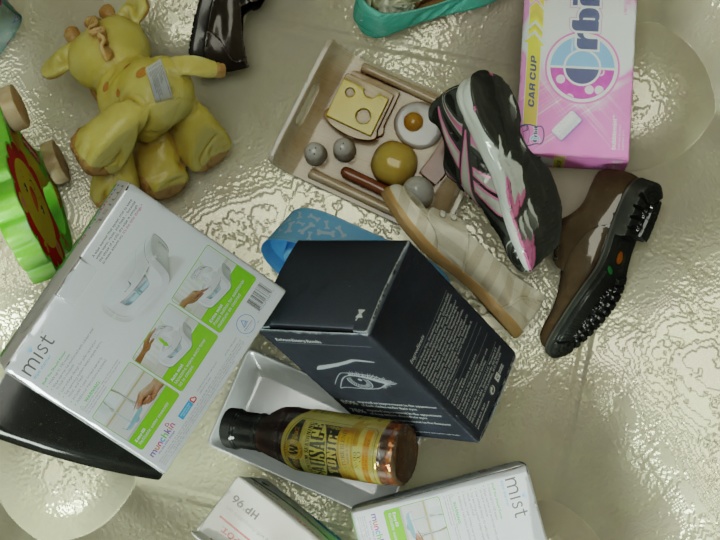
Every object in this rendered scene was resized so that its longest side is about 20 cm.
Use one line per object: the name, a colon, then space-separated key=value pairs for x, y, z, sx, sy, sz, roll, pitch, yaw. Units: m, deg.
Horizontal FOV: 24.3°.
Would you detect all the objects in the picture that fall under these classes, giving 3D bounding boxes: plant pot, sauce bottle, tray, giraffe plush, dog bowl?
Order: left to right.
plant pot: x=-0.241 y=0.100 z=1.645 sx=0.177 sy=0.200 sz=0.200 roll=27 pitch=86 yaw=-5
giraffe plush: x=-0.240 y=-0.184 z=1.698 sx=0.172 sy=0.200 sz=0.162 roll=-21 pitch=53 yaw=-28
sauce bottle: x=-0.044 y=0.168 z=1.629 sx=0.199 sy=0.066 sz=0.066 roll=3 pitch=83 yaw=27
tray: x=-0.044 y=0.167 z=1.694 sx=0.200 sy=0.022 sz=0.108 roll=23 pitch=85 yaw=8
dog bowl: x=0.000 y=0.000 z=1.670 sx=0.200 sy=0.112 sz=0.050 roll=24 pitch=68 yaw=8

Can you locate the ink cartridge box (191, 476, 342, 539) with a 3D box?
ink cartridge box: x=-0.083 y=0.257 z=1.596 sx=0.116 sy=0.200 sz=0.068 roll=37 pitch=88 yaw=8

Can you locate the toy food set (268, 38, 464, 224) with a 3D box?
toy food set: x=0.025 y=-0.134 z=1.705 sx=0.200 sy=0.060 sz=0.144 roll=26 pitch=86 yaw=7

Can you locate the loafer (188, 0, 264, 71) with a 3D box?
loafer: x=-0.128 y=-0.298 z=1.742 sx=0.071 sy=0.073 sz=0.201 roll=10 pitch=92 yaw=1

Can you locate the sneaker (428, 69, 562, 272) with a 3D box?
sneaker: x=0.129 y=-0.094 z=1.644 sx=0.086 sy=0.080 sz=0.201 roll=-14 pitch=96 yaw=47

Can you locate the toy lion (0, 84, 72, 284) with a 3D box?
toy lion: x=-0.328 y=-0.069 z=1.646 sx=0.069 sy=0.200 sz=0.192 roll=-22 pitch=67 yaw=1

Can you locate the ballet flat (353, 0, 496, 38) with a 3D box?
ballet flat: x=0.085 y=-0.297 z=1.713 sx=0.200 sy=0.070 sz=0.067 roll=-22 pitch=68 yaw=2

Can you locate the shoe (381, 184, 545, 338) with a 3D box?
shoe: x=0.101 y=-0.019 z=1.647 sx=0.053 sy=0.070 sz=0.200 roll=-44 pitch=101 yaw=6

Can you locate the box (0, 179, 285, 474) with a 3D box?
box: x=-0.199 y=0.049 z=1.512 sx=0.176 sy=0.097 sz=0.200 roll=34 pitch=85 yaw=-15

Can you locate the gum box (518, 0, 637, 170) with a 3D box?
gum box: x=0.218 y=-0.207 z=1.692 sx=0.113 sy=0.066 sz=0.201 roll=3 pitch=83 yaw=5

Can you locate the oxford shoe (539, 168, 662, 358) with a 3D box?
oxford shoe: x=0.224 y=-0.008 z=1.676 sx=0.084 sy=0.073 sz=0.200 roll=26 pitch=89 yaw=32

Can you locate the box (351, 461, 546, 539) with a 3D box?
box: x=0.100 y=0.302 z=1.606 sx=0.176 sy=0.097 sz=0.201 roll=-16 pitch=86 yaw=-1

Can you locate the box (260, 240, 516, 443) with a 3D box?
box: x=0.026 y=0.066 z=1.580 sx=0.148 sy=0.200 sz=0.105 roll=2 pitch=57 yaw=42

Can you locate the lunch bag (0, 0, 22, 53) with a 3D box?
lunch bag: x=-0.439 y=-0.240 z=1.693 sx=0.077 sy=0.200 sz=0.160 roll=41 pitch=90 yaw=11
